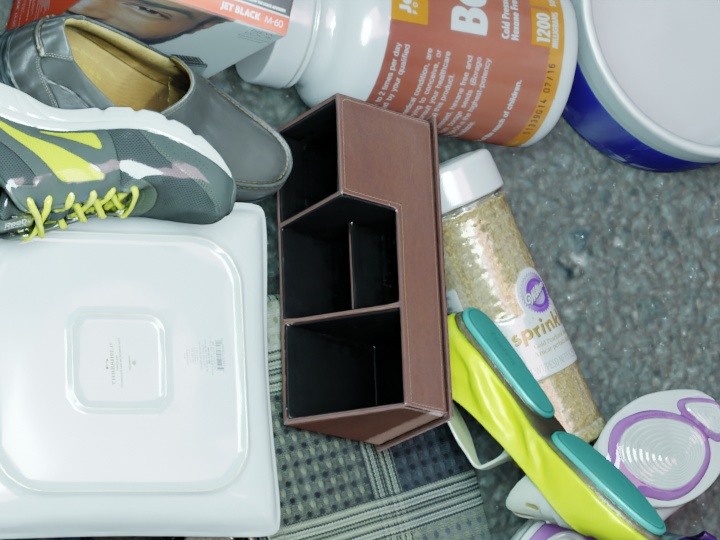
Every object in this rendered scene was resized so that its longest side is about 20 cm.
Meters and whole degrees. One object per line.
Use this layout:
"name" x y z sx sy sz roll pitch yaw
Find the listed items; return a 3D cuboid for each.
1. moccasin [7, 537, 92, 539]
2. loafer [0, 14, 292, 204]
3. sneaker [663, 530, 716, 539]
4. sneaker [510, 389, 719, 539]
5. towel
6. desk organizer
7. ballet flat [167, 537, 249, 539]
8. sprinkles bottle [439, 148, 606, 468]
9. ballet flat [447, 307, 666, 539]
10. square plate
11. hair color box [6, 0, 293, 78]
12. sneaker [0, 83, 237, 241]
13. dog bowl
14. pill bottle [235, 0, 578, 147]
"moccasin" -0.149 0.114 1.641 0.068 0.080 0.200 29 90 15
"loafer" -0.117 -0.092 1.615 0.200 0.072 0.073 20 63 -31
"sneaker" 0.182 0.261 1.776 0.074 0.088 0.200 13 77 -23
"sneaker" 0.151 0.147 1.771 0.200 0.100 0.075 -41 90 -20
"towel" -0.013 0.103 1.712 0.200 0.035 0.193 -11 85 -46
"desk organizer" 0.000 0.000 1.686 0.077 0.072 0.200 15 62 -36
"ballet flat" -0.126 0.206 1.651 0.068 0.068 0.200 32 67 9
"sprinkles bottle" 0.090 0.024 1.778 0.068 0.068 0.200 -25 94 -26
"ballet flat" 0.104 0.111 1.704 0.067 0.067 0.200 -47 67 15
"square plate" -0.141 0.053 1.587 0.198 0.028 0.200 1 77 -20
"hair color box" -0.125 -0.158 1.632 0.111 0.200 0.064 16 74 -22
"sneaker" -0.171 -0.047 1.563 0.200 0.074 0.085 12 53 -5
"dog bowl" 0.216 -0.168 1.858 0.200 0.079 0.200 4 81 -25
"pill bottle" 0.027 -0.145 1.748 0.200 0.112 0.112 8 80 -24
